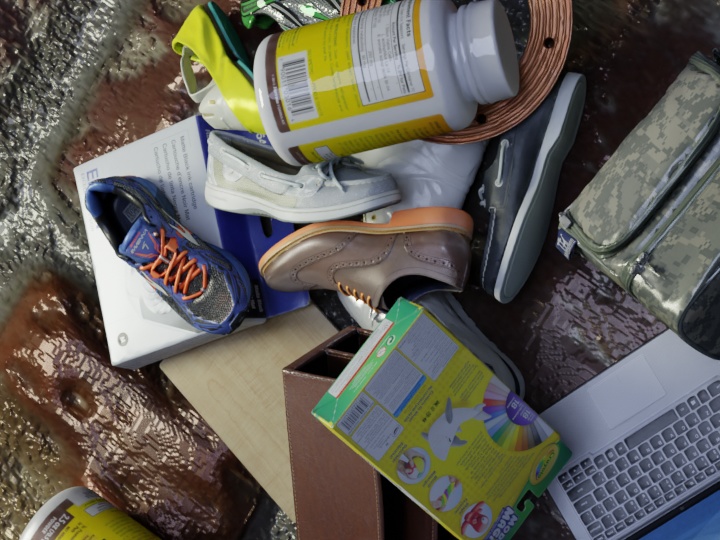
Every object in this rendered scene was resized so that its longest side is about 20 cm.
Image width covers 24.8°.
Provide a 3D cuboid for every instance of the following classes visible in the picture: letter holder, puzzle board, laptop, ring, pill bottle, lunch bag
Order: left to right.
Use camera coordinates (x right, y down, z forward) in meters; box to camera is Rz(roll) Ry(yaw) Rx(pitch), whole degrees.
[{"bbox_3d":[-0.207,0.288,1.459,0.199,0.109,0.110,30,99,21],"label":"pill bottle"},{"bbox_3d":[-0.072,0.102,1.471,0.200,0.017,0.151,46,103,18],"label":"puzzle board"},{"bbox_3d":[0.022,-0.155,1.302,0.197,0.109,0.111,-11,83,17],"label":"pill bottle"},{"bbox_3d":[0.027,0.166,1.331,0.141,0.100,0.203,10,114,33],"label":"letter holder"},{"bbox_3d":[0.078,-0.205,1.349,0.198,0.019,0.203,1,93,17],"label":"ring"},{"bbox_3d":[0.229,0.165,1.285,0.186,0.116,0.201,-34,75,17],"label":"laptop"},{"bbox_3d":[0.266,-0.054,1.277,0.201,0.139,0.168,-52,52,10],"label":"lunch bag"}]

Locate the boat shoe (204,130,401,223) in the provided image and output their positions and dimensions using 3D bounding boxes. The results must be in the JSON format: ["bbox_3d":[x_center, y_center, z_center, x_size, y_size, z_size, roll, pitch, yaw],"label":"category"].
[{"bbox_3d":[-0.054,-0.080,1.386,0.200,0.074,0.066,9,109,40],"label":"boat shoe"}]

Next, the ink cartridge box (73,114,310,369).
[{"bbox_3d":[-0.158,-0.033,1.490,0.198,0.040,0.202,-20,74,22],"label":"ink cartridge box"}]

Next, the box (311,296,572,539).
[{"bbox_3d":[0.070,0.127,1.270,0.118,0.200,0.048,-50,25,-7],"label":"box"}]

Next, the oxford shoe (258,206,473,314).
[{"bbox_3d":[0.000,0.000,1.366,0.198,0.071,0.074,-12,66,29],"label":"oxford shoe"}]

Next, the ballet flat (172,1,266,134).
[{"bbox_3d":[-0.119,-0.164,1.449,0.067,0.067,0.201,-38,46,5],"label":"ballet flat"}]

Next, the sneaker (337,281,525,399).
[{"bbox_3d":[0.052,0.053,1.387,0.199,0.080,0.077,37,103,22],"label":"sneaker"}]

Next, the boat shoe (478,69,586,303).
[{"bbox_3d":[0.132,-0.074,1.367,0.060,0.076,0.202,17,82,22],"label":"boat shoe"}]

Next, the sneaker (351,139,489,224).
[{"bbox_3d":[0.004,-0.093,1.418,0.198,0.074,0.117,19,92,22],"label":"sneaker"}]

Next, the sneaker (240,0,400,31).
[{"bbox_3d":[-0.019,-0.229,1.443,0.198,0.078,0.086,20,105,29],"label":"sneaker"}]

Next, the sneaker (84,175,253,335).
[{"bbox_3d":[-0.175,-0.013,1.428,0.199,0.078,0.076,39,100,25],"label":"sneaker"}]
